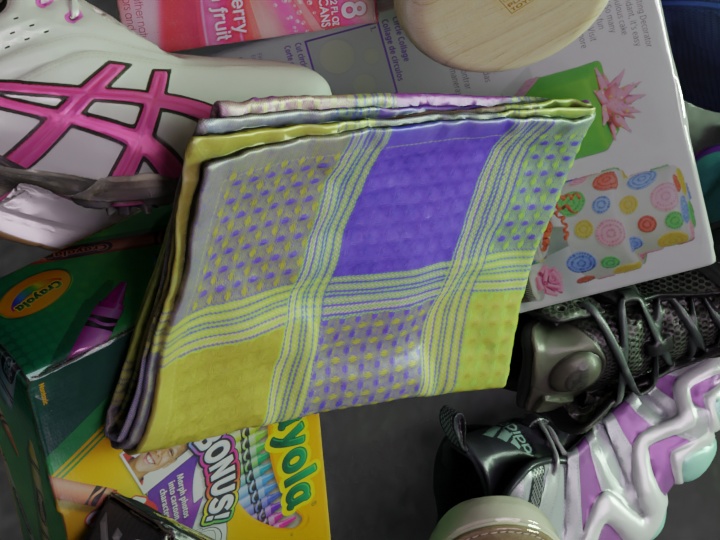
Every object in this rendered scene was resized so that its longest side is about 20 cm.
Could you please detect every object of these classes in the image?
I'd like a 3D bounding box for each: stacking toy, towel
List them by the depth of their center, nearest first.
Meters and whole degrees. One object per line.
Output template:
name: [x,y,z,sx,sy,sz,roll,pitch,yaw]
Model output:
towel: [0.000,0.000,0.710,0.200,0.023,0.144,-6,126,-40]
stacking toy: [0.034,-0.174,0.738,0.085,0.200,0.085,-10,143,-8]

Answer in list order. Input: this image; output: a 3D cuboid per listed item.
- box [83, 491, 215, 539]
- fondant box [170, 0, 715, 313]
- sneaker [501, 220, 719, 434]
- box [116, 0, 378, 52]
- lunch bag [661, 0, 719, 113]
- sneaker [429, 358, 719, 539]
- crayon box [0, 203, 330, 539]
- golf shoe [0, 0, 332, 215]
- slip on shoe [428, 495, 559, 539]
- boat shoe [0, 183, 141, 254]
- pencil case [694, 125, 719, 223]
box: [-0.070,0.213,0.753,0.198,0.050,0.200,36,80,-45]
fondant box: [0.035,-0.053,0.795,0.200,0.058,0.144,-14,112,7]
sneaker: [0.138,0.025,0.836,0.114,0.199,0.076,-58,143,-49]
box: [-0.054,-0.192,0.698,0.102,0.095,0.200,-8,122,-3]
lunch bag: [0.200,-0.148,0.849,0.136,0.200,0.133,27,83,-36]
sneaker: [0.094,0.080,0.906,0.140,0.078,0.200,28,85,-34]
crayon box: [-0.079,0.071,0.762,0.119,0.058,0.200,-28,138,-23]
golf shoe: [-0.102,-0.066,0.668,0.200,0.073,0.092,-6,104,-22]
slip on shoe: [0.059,0.195,0.880,0.076,0.061,0.200,2,124,-9]
boat shoe: [-0.143,-0.051,0.730,0.200,0.071,0.069,14,95,-33]
pencil case: [0.239,-0.012,0.904,0.085,0.200,0.093,2,100,-35]
